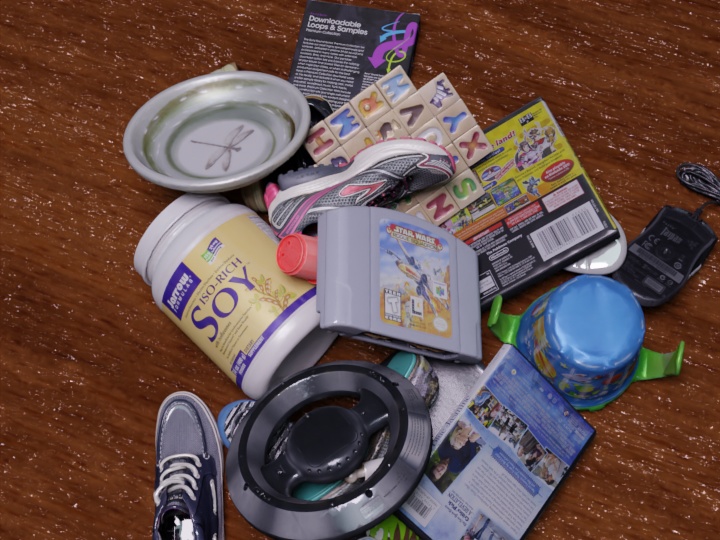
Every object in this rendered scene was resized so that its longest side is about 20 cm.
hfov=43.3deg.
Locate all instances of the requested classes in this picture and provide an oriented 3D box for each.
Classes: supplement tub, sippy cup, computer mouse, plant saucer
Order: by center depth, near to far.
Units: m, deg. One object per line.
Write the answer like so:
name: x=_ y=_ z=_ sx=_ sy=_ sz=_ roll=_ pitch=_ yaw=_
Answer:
sippy cup: x=0.229 y=0.067 z=0.927 sx=0.177 sy=0.130 sz=0.140 roll=-20 pitch=72 yaw=-2
supplement tub: x=-0.127 y=0.022 z=0.958 sx=0.200 sy=0.146 sz=0.145 roll=41 pitch=80 yaw=14
plant saucer: x=-0.149 y=-0.137 z=0.964 sx=0.198 sy=0.050 sz=0.201 roll=-4 pitch=45 yaw=4
computer mouse: x=0.368 y=-0.015 z=0.990 sx=0.140 sy=0.046 sz=0.200 roll=32 pitch=66 yaw=17

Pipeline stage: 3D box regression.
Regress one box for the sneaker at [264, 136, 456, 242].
sneaker: x=0.004 y=-0.074 z=0.931 sx=0.199 sy=0.081 sz=0.075 roll=-19 pitch=64 yaw=5

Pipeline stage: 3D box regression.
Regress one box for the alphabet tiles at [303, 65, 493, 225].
alphabet tiles: x=0.035 y=-0.113 z=0.977 sx=0.199 sy=0.006 sz=0.167 roll=-34 pitch=103 yaw=8

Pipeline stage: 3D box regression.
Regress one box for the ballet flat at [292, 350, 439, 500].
ballet flat: x=0.014 y=0.174 z=0.900 sx=0.072 sy=0.072 sz=0.201 roll=36 pitch=77 yaw=14

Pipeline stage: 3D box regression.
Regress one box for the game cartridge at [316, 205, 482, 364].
game cartridge: x=0.044 y=0.011 z=0.892 sx=0.199 sy=0.041 sz=0.134 roll=16 pitch=69 yaw=-37

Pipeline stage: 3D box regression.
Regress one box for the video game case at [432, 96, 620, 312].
video game case: x=0.152 y=-0.066 z=0.990 sx=0.199 sy=0.025 sz=0.182 roll=-30 pitch=66 yaw=14

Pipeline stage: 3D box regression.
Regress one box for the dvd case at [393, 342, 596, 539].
dvd case: x=0.132 y=0.192 z=0.885 sx=0.143 sy=0.018 sz=0.200 roll=44 pitch=74 yaw=-18

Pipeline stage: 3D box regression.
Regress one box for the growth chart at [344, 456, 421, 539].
growth chart: x=0.061 y=0.265 z=0.876 sx=0.144 sy=0.018 sz=0.201 roll=-18 pitch=98 yaw=-22

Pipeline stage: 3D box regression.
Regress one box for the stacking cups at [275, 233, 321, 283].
stacking cups: x=0.000 y=0.000 z=0.923 sx=0.060 sy=0.199 sz=0.061 roll=-7 pitch=79 yaw=38

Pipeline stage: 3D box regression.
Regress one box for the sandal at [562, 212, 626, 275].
sandal: x=0.201 y=-0.052 z=1.008 sx=0.202 sy=0.050 sz=0.083 roll=24 pitch=85 yaw=25

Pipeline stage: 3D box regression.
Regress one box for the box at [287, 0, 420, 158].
box: x=-0.014 y=-0.222 z=1.084 sx=0.142 sy=0.036 sz=0.201 roll=10 pitch=75 yaw=7

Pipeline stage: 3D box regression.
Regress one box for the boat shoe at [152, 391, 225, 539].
boat shoe: x=-0.179 y=0.217 z=0.928 sx=0.074 sy=0.093 sz=0.201 roll=-13 pitch=73 yaw=0

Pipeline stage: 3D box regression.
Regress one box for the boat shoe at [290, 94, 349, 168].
boat shoe: x=-0.032 y=-0.100 z=1.013 sx=0.074 sy=0.062 sz=0.201 roll=-19 pitch=93 yaw=6

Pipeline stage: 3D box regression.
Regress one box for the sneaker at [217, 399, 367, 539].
sneaker: x=-0.064 y=0.204 z=0.947 sx=0.200 sy=0.078 sz=0.066 roll=39 pitch=72 yaw=-5

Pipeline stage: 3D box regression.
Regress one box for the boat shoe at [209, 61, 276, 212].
boat shoe: x=-0.145 y=-0.149 z=1.056 sx=0.062 sy=0.073 sz=0.201 roll=-19 pitch=62 yaw=4

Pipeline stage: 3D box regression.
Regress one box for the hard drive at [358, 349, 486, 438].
hard drive: x=0.097 y=0.159 z=0.954 sx=0.135 sy=0.042 sz=0.200 roll=-38 pitch=74 yaw=-8

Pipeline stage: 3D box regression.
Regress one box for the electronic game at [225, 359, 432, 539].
electronic game: x=-0.030 y=0.163 z=0.842 sx=0.198 sy=0.042 sz=0.201 roll=-12 pitch=41 yaw=10
